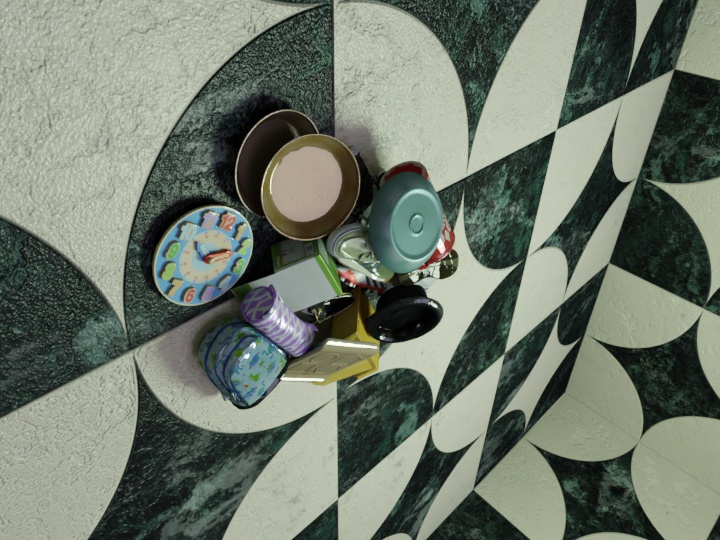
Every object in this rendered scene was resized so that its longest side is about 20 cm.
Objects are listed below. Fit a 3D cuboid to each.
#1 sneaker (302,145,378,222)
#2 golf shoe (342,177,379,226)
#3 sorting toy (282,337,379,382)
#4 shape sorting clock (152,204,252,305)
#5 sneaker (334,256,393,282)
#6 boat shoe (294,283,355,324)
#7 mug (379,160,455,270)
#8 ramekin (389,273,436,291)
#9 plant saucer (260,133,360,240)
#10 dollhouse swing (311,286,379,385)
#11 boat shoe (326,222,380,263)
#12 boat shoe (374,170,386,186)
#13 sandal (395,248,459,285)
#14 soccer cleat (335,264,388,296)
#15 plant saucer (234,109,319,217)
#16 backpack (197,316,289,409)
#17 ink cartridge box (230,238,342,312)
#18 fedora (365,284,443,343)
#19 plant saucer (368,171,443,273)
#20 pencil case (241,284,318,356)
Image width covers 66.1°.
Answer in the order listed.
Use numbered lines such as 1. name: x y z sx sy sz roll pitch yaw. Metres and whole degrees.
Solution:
1. sneaker: -0.041 -0.147 1.124 0.113 0.075 0.202 41 77 -18
2. golf shoe: -0.007 -0.111 1.231 0.093 0.077 0.204 -20 128 -41
3. sorting toy: -0.081 0.203 1.271 0.198 0.037 0.183 -34 149 33
4. shape sorting clock: -0.278 -0.024 0.997 0.198 0.039 0.204 -30 136 -34
5. sneaker: 0.028 -0.039 1.220 0.090 0.068 0.198 -46 140 19
6. boat shoe: -0.097 0.086 1.278 0.199 0.060 0.073 -27 135 -36
7. mug: 0.131 -0.117 1.215 0.131 0.179 0.202 -28 131 0
8. ramekin: 0.136 -0.037 1.443 0.200 0.093 0.206 -30 136 -34
9. plant saucer: -0.095 -0.156 1.027 0.196 0.035 0.205 -13 121 -22
10. dollhouse swing: -0.057 0.174 1.416 0.201 0.171 0.185 62 26 -51
11. boat shoe: 0.021 -0.050 1.116 0.197 0.062 0.073 -3 120 -42
12. boat shoe: 0.050 -0.127 1.302 0.073 0.063 0.206 -16 129 -46
13. sandal: 0.163 -0.013 1.374 0.196 0.054 0.084 -17 123 -25
14. soccer cleat: 0.000 0.000 1.313 0.198 0.068 0.087 20 87 -45
15. plant saucer: -0.156 -0.199 1.019 0.198 0.036 0.204 -30 137 -33
16. backpack: -0.239 0.183 1.127 0.163 0.152 0.202 -46 128 -17
17. ink cartridge box: -0.155 0.017 1.158 0.196 0.077 0.149 -21 141 6
18. fedora: 0.103 0.095 1.367 0.195 0.093 0.203 -6 142 -5
19. plant saucer: 0.103 -0.094 1.109 0.196 0.036 0.206 -8 104 -37
20. pencil case: -0.165 0.103 1.134 0.086 0.084 0.201 -46 145 -8
